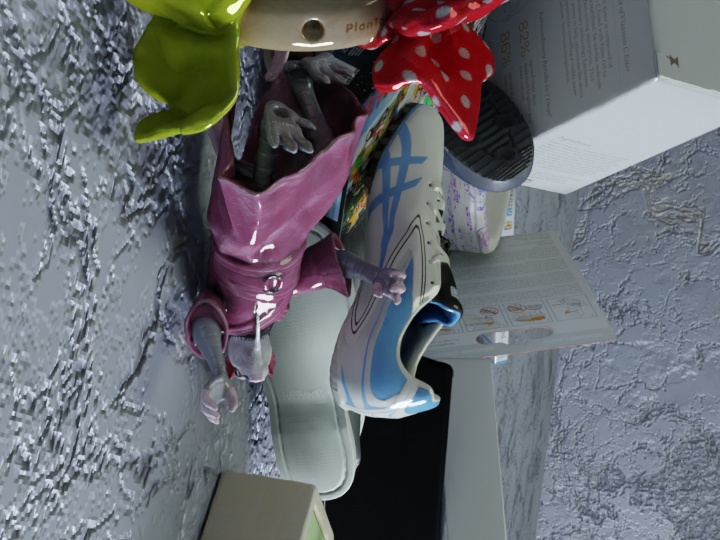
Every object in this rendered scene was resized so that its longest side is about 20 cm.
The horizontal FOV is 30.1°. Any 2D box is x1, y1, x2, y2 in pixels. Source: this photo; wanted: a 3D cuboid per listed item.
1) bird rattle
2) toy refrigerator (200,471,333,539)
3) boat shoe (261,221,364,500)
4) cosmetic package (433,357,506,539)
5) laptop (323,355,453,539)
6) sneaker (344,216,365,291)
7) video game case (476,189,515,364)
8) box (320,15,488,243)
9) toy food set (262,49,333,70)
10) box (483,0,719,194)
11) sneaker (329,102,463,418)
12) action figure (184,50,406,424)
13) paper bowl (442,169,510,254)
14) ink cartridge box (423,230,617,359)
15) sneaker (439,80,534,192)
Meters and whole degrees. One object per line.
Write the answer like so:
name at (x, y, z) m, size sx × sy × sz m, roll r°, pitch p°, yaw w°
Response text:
bird rattle at (-0.023, -0.139, 0.619) m, size 0.164 × 0.198 × 0.113 m, roll -103°, pitch -175°, yaw -47°
toy refrigerator at (-0.071, 0.229, 0.796) m, size 0.076 × 0.069 × 0.201 m, roll 77°, pitch 23°, yaw -52°
boat shoe at (-0.033, 0.051, 0.876) m, size 0.060 × 0.075 × 0.201 m, roll -74°, pitch 167°, yaw -64°
cosmetic package at (0.065, 0.184, 1.037) m, size 0.151 × 0.051 × 0.202 m, roll 121°, pitch -32°, yaw -68°
laptop at (0.030, 0.138, 1.063) m, size 0.200 × 0.115 × 0.189 m, roll -30°, pitch 126°, yaw -72°
sneaker at (0.000, 0.000, 0.961) m, size 0.074 × 0.079 × 0.202 m, roll 1°, pitch 96°, yaw -77°
video game case at (0.110, -0.027, 1.332) m, size 0.143 × 0.018 × 0.201 m, roll -135°, pitch -141°, yaw -56°
box at (0.026, -0.126, 0.858) m, size 0.200 × 0.038 × 0.137 m, roll -54°, pitch 165°, yaw -32°
toy food set at (-0.008, -0.198, 0.880) m, size 0.143 × 0.060 × 0.202 m, roll 11°, pitch 85°, yaw -76°
box at (0.171, -0.162, 0.969) m, size 0.106 × 0.200 × 0.153 m, roll 8°, pitch 71°, yaw -34°
sneaker at (0.032, -0.007, 0.811) m, size 0.072 × 0.072 × 0.201 m, roll 65°, pitch 34°, yaw -66°
action figure at (-0.063, -0.015, 0.734) m, size 0.133 × 0.149 × 0.201 m, roll -22°, pitch 143°, yaw -37°
paper bowl at (0.073, -0.119, 1.144) m, size 0.201 × 0.104 × 0.202 m, roll 6°, pitch 90°, yaw -75°
ink cartridge box at (0.113, 0.035, 1.125) m, size 0.200 × 0.161 × 0.050 m, roll -105°, pitch -170°, yaw -60°
sneaker at (0.062, -0.105, 0.986) m, size 0.200 × 0.070 × 0.082 m, roll 52°, pitch -22°, yaw 40°
